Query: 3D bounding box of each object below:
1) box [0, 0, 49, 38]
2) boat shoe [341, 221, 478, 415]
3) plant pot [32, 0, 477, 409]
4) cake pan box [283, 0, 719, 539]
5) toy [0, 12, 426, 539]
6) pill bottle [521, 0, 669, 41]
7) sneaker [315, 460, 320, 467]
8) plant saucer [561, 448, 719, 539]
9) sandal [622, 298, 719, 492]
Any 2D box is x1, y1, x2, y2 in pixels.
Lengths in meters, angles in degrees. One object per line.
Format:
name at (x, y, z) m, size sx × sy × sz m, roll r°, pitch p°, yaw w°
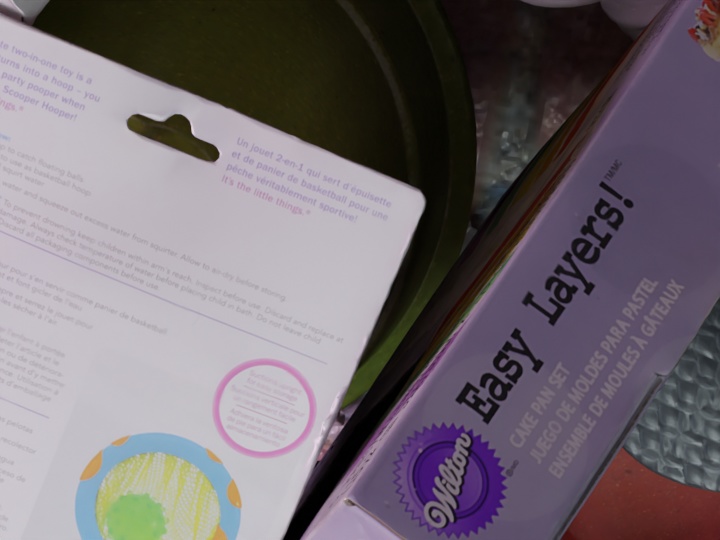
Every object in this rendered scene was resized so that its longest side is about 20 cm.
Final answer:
box at (-0.128, -0.117, 0.739) m, size 0.101 × 0.113 × 0.200 m, roll 45°, pitch 155°, yaw -21°
boat shoe at (0.000, 0.000, 0.928) m, size 0.199 × 0.074 × 0.065 m, roll 14°, pitch 136°, yaw -11°
plant pot at (-0.070, -0.009, 0.800) m, size 0.199 × 0.190 × 0.201 m, roll 1°, pitch 107°, yaw 3°
cake pan box at (0.036, 0.029, 0.756) m, size 0.052 × 0.200 × 0.184 m, roll 35°, pitch 155°, yaw 0°
toy at (-0.075, 0.047, 0.693) m, size 0.115 × 0.047 × 0.201 m, roll 22°, pitch 101°, yaw -4°
pill bottle at (0.044, -0.139, 0.774) m, size 0.111 × 0.112 × 0.200 m, roll -35°, pitch 122°, yaw 30°
sneaker at (0.004, 0.104, 0.972) m, size 0.106 × 0.075 × 0.200 m, roll -8°, pitch 168°, yaw 11°
plant saucer at (0.160, 0.073, 0.965) m, size 0.200 × 0.037 × 0.200 m, roll -36°, pitch 125°, yaw 0°
sandal at (0.153, -0.012, 0.838) m, size 0.200 × 0.043 × 0.076 m, roll -44°, pitch 86°, yaw -1°
